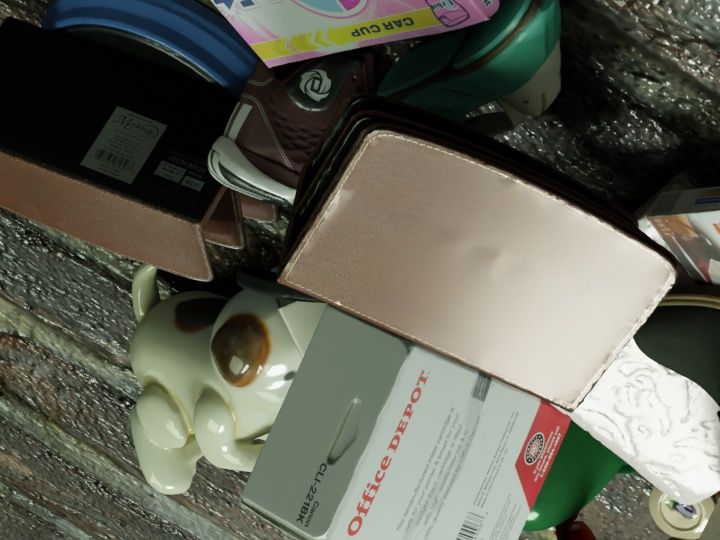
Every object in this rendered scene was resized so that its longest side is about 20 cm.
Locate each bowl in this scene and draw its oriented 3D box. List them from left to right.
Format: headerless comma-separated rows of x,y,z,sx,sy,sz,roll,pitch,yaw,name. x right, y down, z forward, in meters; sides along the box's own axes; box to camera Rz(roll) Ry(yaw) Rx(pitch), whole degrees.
-0.136,-0.119,1.574,0.199,0.040,0.201,22,151,13,bowl

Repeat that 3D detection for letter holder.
-0.166,-0.064,1.546,0.199,0.101,0.142,20,152,15,letter holder
0.074,-0.032,1.329,0.199,0.101,0.142,24,131,-11,letter holder

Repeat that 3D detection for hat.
0.109,0.177,1.616,0.165,0.177,0.200,29,162,-14,hat

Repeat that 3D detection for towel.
0.208,0.049,1.470,0.200,0.032,0.191,38,124,-17,towel

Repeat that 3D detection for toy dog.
-0.086,0.067,1.757,0.200,0.139,0.195,-20,89,56,toy dog

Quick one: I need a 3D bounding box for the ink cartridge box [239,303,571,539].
0.033,0.122,1.490,0.083,0.145,0.200,24,178,39,ink cartridge box

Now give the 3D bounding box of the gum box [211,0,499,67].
-0.008,-0.192,1.314,0.199,0.066,0.114,-6,135,46,gum box

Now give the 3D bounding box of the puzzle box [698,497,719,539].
0.301,0.136,1.432,0.199,0.133,0.025,-30,100,35,puzzle box

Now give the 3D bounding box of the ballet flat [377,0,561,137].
0.081,-0.119,1.355,0.070,0.068,0.200,38,156,-14,ballet flat

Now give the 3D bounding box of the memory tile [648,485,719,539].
0.269,0.146,1.544,0.152,0.017,0.201,8,115,25,memory tile

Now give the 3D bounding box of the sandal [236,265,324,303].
0.000,0.000,1.478,0.199,0.045,0.075,3,-179,45,sandal

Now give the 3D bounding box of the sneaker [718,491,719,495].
0.326,0.174,1.611,0.200,0.078,0.116,38,161,9,sneaker

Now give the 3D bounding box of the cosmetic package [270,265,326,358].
0.010,0.083,1.625,0.105,0.071,0.201,-111,-4,-72,cosmetic package

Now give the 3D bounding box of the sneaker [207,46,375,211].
0.010,-0.079,1.449,0.199,0.116,0.076,21,177,-19,sneaker

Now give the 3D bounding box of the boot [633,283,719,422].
0.226,0.095,1.353,0.199,0.139,0.078,20,150,31,boot

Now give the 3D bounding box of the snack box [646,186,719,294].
0.257,0.027,1.389,0.072,0.024,0.200,-5,133,52,snack box
